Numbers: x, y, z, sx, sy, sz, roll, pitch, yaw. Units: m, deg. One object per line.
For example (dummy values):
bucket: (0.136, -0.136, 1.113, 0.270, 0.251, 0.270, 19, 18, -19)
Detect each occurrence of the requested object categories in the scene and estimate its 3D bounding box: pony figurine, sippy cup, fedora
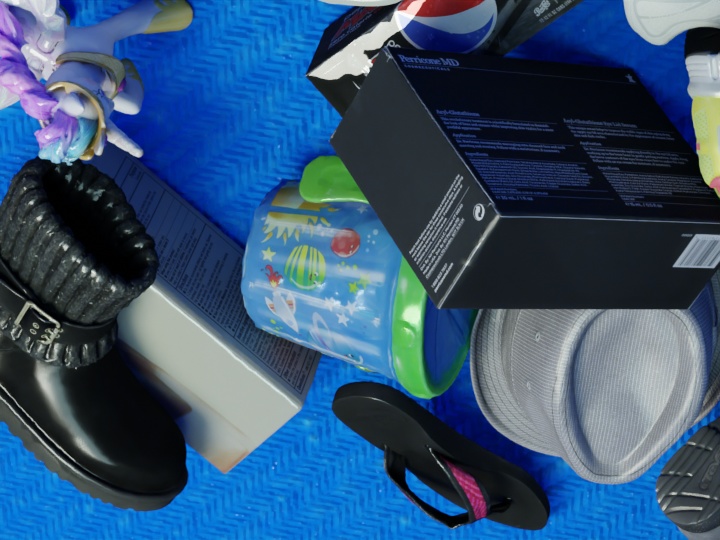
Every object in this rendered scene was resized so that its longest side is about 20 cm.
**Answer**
pony figurine: (-0.198, -0.141, 1.422, 0.192, 0.200, 0.167, 29, 114, -6)
sippy cup: (0.000, 0.000, 1.520, 0.130, 0.140, 0.179, 11, 114, 17)
fedora: (0.160, 0.062, 1.523, 0.176, 0.090, 0.201, 9, 120, -10)

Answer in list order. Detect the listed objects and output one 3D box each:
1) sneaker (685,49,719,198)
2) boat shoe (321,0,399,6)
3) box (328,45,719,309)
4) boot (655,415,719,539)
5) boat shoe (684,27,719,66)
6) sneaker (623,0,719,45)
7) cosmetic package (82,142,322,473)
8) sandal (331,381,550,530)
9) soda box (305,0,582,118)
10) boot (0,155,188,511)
sneaker: (0.237, -0.062, 1.404, 0.078, 0.091, 0.200, -6, 166, 33)
boat shoe: (-0.056, -0.207, 1.437, 0.199, 0.062, 0.075, 8, 138, 17)
box: (0.103, -0.051, 1.399, 0.199, 0.141, 0.079, 1, 136, -39)
boot: (0.280, 0.111, 1.559, 0.200, 0.070, 0.132, -42, 140, 2)
boat shoe: (0.287, -0.134, 1.406, 0.199, 0.076, 0.074, -13, 129, 26)
sneaker: (0.238, -0.181, 1.376, 0.199, 0.075, 0.081, -13, 140, -6)
cosmetic package: (-0.126, 0.022, 1.568, 0.200, 0.104, 0.087, 42, 122, -13)
sandal: (0.049, 0.134, 1.595, 0.075, 0.045, 0.200, -12, 145, 39)
soda box: (0.064, -0.159, 1.438, 0.200, 0.071, 0.063, -34, 109, 27)
boot: (-0.157, 0.042, 1.478, 0.211, 0.080, 0.158, 39, 125, -12)
